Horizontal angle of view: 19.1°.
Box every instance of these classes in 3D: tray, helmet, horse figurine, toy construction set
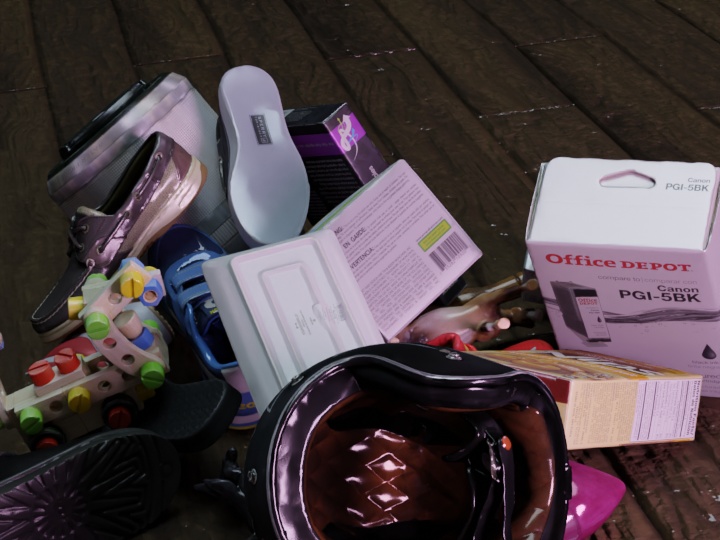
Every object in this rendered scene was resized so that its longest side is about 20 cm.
[{"bbox_3d":[-0.040,0.045,1.553,0.107,0.022,0.201,-15,49,-13],"label":"tray"},{"bbox_3d":[0.024,0.138,1.404,0.190,0.201,0.200,-2,19,27],"label":"helmet"},{"bbox_3d":[0.069,0.056,1.770,0.199,0.050,0.133,-24,-2,-13],"label":"horse figurine"},{"bbox_3d":[-0.230,0.067,1.640,0.199,0.132,0.092,-14,34,17],"label":"toy construction set"}]

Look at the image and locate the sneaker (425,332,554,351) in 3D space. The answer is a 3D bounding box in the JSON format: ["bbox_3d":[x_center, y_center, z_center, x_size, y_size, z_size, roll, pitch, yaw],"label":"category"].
[{"bbox_3d":[0.084,0.086,1.672,0.199,0.085,0.077,-22,27,-38],"label":"sneaker"}]

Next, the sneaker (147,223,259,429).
[{"bbox_3d":[-0.119,0.031,1.750,0.074,0.082,0.201,-23,58,-12],"label":"sneaker"}]

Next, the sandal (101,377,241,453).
[{"bbox_3d":[-0.145,0.123,1.657,0.076,0.048,0.200,-56,24,-18],"label":"sandal"}]

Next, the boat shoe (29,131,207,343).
[{"bbox_3d":[-0.212,-0.030,1.766,0.200,0.065,0.073,-52,24,-15],"label":"boat shoe"}]

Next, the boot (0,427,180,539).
[{"bbox_3d":[-0.255,0.151,1.586,0.210,0.080,0.158,-16,23,-26],"label":"boot"}]

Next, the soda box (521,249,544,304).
[{"bbox_3d":[0.238,0.002,1.800,0.199,0.064,0.068,11,65,6],"label":"soda box"}]

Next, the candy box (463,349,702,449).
[{"bbox_3d":[0.157,0.094,1.590,0.115,0.056,0.200,12,6,36],"label":"candy box"}]

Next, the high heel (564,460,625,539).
[{"bbox_3d":[0.095,0.138,1.544,0.096,0.068,0.200,-28,34,-27],"label":"high heel"}]

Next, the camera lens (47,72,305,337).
[{"bbox_3d":[-0.166,-0.062,1.895,0.160,0.200,0.160,-40,9,8],"label":"camera lens"}]

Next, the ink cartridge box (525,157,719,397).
[{"bbox_3d":[0.220,0.009,1.672,0.146,0.200,0.083,3,55,21],"label":"ink cartridge box"}]

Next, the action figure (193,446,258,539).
[{"bbox_3d":[-0.048,0.139,1.549,0.118,0.102,0.201,11,52,10],"label":"action figure"}]

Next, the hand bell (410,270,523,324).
[{"bbox_3d":[0.136,0.013,1.884,0.199,0.105,0.104,-20,23,-7],"label":"hand bell"}]

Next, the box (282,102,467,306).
[{"bbox_3d":[-0.003,-0.055,1.873,0.036,0.201,0.143,-41,20,-23],"label":"box"}]

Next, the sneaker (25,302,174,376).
[{"bbox_3d":[-0.231,0.077,1.787,0.112,0.071,0.200,-45,10,-17],"label":"sneaker"}]

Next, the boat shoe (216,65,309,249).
[{"bbox_3d":[-0.090,-0.082,1.805,0.069,0.066,0.201,-4,52,-16],"label":"boat shoe"}]

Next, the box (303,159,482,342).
[{"bbox_3d":[0.000,0.000,1.742,0.112,0.101,0.200,-42,3,-17],"label":"box"}]
